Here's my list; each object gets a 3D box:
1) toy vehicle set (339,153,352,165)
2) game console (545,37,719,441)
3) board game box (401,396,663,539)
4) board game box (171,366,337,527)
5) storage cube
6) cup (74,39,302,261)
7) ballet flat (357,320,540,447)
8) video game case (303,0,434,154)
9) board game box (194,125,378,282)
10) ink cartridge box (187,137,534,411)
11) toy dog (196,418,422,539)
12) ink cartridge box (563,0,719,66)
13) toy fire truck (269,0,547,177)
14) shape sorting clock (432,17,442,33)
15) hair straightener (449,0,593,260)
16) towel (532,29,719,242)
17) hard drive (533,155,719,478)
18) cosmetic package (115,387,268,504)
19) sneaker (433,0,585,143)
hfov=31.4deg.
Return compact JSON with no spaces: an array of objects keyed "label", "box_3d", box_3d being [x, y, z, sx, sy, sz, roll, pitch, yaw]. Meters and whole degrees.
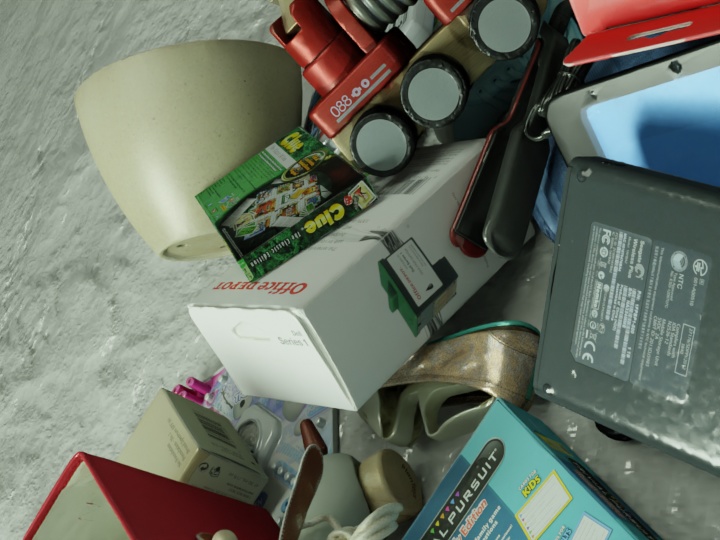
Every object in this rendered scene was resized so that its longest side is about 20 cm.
[{"label":"toy vehicle set","box_3d":[-0.042,-0.054,1.110,0.199,0.026,0.126,19,82,57]},{"label":"game console","box_3d":[0.188,-0.014,0.688,0.199,0.116,0.178,-13,54,49]},{"label":"board game box","box_3d":[0.098,0.188,0.722,0.152,0.047,0.200,-56,33,8]},{"label":"board game box","box_3d":[-0.094,0.140,1.038,0.199,0.026,0.202,-35,41,35]},{"label":"storage cube","box_3d":[-0.129,0.256,0.839,0.172,0.179,0.200,-55,44,8]},{"label":"cup","box_3d":[-0.136,-0.090,1.094,0.199,0.198,0.146,-20,76,44]},{"label":"ballet flat","box_3d":[0.040,0.082,0.865,0.199,0.067,0.068,-18,59,48]},{"label":"video game case","box_3d":[0.008,-0.183,1.074,0.183,0.023,0.201,-49,19,33]},{"label":"board game box","box_3d":[-0.060,-0.053,0.930,0.104,0.024,0.200,-36,22,-3]},{"label":"ink cartridge box","box_3d":[0.000,0.000,0.883,0.200,0.085,0.145,-42,23,-29]},{"label":"toy dog","box_3d":[-0.039,0.149,0.820,0.131,0.200,0.097,-35,80,4]},{"label":"ink cartridge box","box_3d":[0.189,-0.201,0.743,0.115,0.068,0.200,-7,31,39]},{"label":"toy fire truck","box_3d":[0.010,-0.196,0.880,0.176,0.200,0.129,-42,9,21]},{"label":"shape sorting clock","box_3d":[0.094,-0.251,1.010,0.201,0.039,0.201,-57,13,21]},{"label":"hair straightener","box_3d":[0.126,-0.099,0.829,0.077,0.041,0.202,9,69,56]},{"label":"towel","box_3d":[0.183,-0.112,0.830,0.200,0.048,0.113,-41,39,27]},{"label":"hard drive","box_3d":[0.181,0.030,0.662,0.199,0.033,0.142,22,110,46]},{"label":"cosmetic package","box_3d":[-0.165,0.207,0.995,0.202,0.073,0.103,-57,33,4]},{"label":"sneaker","box_3d":[0.124,-0.165,0.931,0.082,0.073,0.202,43,115,34]}]
